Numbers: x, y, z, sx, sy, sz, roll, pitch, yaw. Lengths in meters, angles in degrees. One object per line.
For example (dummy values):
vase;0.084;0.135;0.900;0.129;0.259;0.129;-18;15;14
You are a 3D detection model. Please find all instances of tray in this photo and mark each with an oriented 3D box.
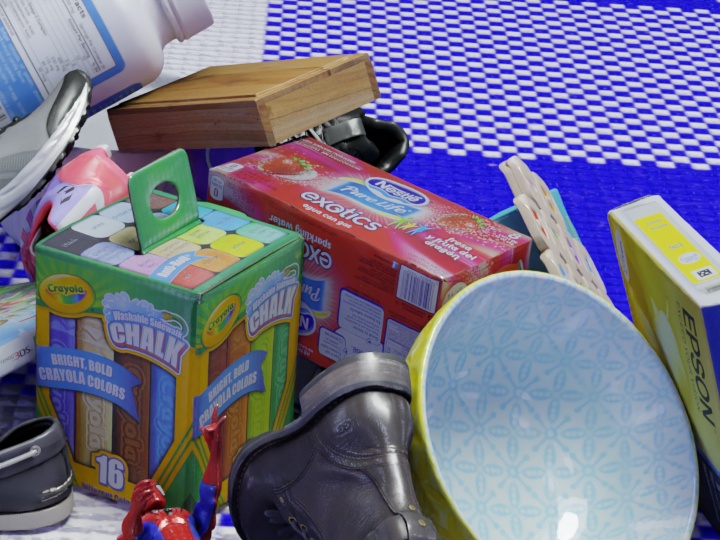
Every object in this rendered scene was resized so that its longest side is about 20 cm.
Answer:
tray;-0.085;-0.117;1.514;0.098;0.037;0.200;-26;15;-32

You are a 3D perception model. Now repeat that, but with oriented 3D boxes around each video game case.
video game case;-0.259;0.042;1.410;0.199;0.022;0.182;-7;15;35

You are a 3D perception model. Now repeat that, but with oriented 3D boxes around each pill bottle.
pill bottle;-0.210;-0.164;1.554;0.199;0.113;0.112;-29;30;-6

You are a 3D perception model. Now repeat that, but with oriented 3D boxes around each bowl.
bowl;0.088;0.113;1.264;0.199;0.201;0.108;-17;-12;-40

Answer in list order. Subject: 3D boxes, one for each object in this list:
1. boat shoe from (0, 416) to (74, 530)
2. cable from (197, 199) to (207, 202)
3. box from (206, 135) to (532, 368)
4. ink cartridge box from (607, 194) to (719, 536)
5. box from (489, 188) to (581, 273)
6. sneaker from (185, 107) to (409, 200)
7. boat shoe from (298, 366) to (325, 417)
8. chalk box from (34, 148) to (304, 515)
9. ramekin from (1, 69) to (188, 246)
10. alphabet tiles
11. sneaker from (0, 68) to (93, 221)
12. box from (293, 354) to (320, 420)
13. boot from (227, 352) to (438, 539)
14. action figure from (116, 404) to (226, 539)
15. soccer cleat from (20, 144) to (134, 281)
boat shoe;-0.269;0.115;1.279;0.199;0.063;0.073;-1;24;-11
cable;-0.088;-0.022;1.557;0.163;0.051;0.199;-16;-8;37
box;0.000;0.000;1.375;0.199;0.100;0.095;25;31;34
ink cartridge box;0.215;0.081;1.275;0.047;0.199;0.200;-18;26;-5
box;0.120;-0.005;1.519;0.049;0.083;0.200;-24;1;13
sneaker;-0.042;-0.091;1.605;0.099;0.070;0.199;-21;-10;43
boat shoe;0.060;0.097;1.377;0.199;0.062;0.073;5;23;3
chalk box;-0.116;0.030;1.327;0.123;0.201;0.125;17;27;26
ramekin;-0.193;-0.079;1.682;0.199;0.106;0.200;3;23;-1
alphabet tiles;0.146;0.022;1.418;0.015;0.201;0.196;-27;-16;11
sneaker;-0.258;-0.066;1.473;0.079;0.200;0.074;44;-9;-5
box;-0.007;0.046;1.475;0.199;0.069;0.082;-14;31;-35
boot;-0.012;0.159;1.173;0.069;0.200;0.175;6;53;-24
action figure;-0.090;0.148;1.200;0.065;0.100;0.200;-6;23;-22
soccer cleat;-0.208;-0.020;1.497;0.067;0.200;0.077;43;59;-2
